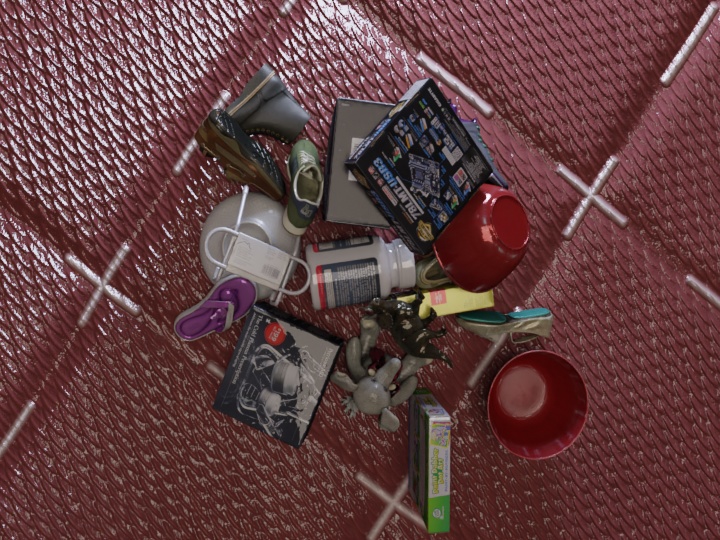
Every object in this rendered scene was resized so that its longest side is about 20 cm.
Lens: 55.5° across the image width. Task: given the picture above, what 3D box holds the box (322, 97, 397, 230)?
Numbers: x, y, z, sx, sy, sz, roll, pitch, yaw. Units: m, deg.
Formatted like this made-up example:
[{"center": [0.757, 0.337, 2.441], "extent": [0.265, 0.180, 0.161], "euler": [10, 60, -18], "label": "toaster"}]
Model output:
[{"center": [-0.003, -0.182, 1.216], "extent": [0.119, 0.198, 0.207], "euler": [6, 93, -4], "label": "box"}]

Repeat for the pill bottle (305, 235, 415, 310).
[{"center": [0.000, 0.000, 1.270], "extent": [0.193, 0.120, 0.124], "euler": [-8, 95, -3], "label": "pill bottle"}]

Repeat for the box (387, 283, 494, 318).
[{"center": [0.151, 0.057, 1.309], "extent": [0.193, 0.075, 0.052], "euler": [-9, 95, -3], "label": "box"}]

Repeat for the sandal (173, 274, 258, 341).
[{"center": [-0.264, 0.082, 1.256], "extent": [0.200, 0.050, 0.082], "euler": [-35, 118, 24], "label": "sandal"}]

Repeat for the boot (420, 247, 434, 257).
[{"center": [0.101, -0.140, 1.248], "extent": [0.071, 0.165, 0.207], "euler": [6, 81, 36], "label": "boot"}]

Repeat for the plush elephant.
[{"center": [0.032, 0.203, 1.268], "extent": [0.163, 0.155, 0.202], "euler": [35, 90, -6], "label": "plush elephant"}]

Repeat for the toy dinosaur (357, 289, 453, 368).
[{"center": [0.093, 0.104, 1.246], "extent": [0.101, 0.077, 0.201], "euler": [-38, 104, 12], "label": "toy dinosaur"}]

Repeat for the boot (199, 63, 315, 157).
[{"center": [-0.190, -0.256, 1.264], "extent": [0.138, 0.078, 0.201], "euler": [41, 95, -14], "label": "boot"}]

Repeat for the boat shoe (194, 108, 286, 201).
[{"center": [-0.215, -0.198, 1.230], "extent": [0.073, 0.077, 0.200], "euler": [-33, 122, 18], "label": "boat shoe"}]

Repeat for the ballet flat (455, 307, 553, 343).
[{"center": [0.282, 0.113, 1.329], "extent": [0.193, 0.068, 0.065], "euler": [-2, 104, -4], "label": "ballet flat"}]

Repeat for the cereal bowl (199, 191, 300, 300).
[{"center": [-0.206, -0.043, 1.269], "extent": [0.193, 0.083, 0.207], "euler": [0, 95, -5], "label": "cereal bowl"}]

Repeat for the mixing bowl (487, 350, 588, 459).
[{"center": [0.325, 0.247, 1.319], "extent": [0.193, 0.108, 0.208], "euler": [0, 94, -5], "label": "mixing bowl"}]

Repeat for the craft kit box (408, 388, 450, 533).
[{"center": [0.125, 0.342, 1.265], "extent": [0.047, 0.198, 0.207], "euler": [0, 95, -3], "label": "craft kit box"}]

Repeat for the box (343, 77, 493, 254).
[{"center": [0.100, -0.169, 1.117], "extent": [0.199, 0.049, 0.201], "euler": [-48, 114, -14], "label": "box"}]

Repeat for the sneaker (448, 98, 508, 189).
[{"center": [0.219, -0.234, 1.296], "extent": [0.199, 0.074, 0.088], "euler": [40, 84, -6], "label": "sneaker"}]

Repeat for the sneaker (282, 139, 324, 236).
[{"center": [-0.092, -0.167, 1.219], "extent": [0.065, 0.090, 0.205], "euler": [17, 56, -21], "label": "sneaker"}]

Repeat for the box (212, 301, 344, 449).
[{"center": [-0.148, 0.189, 1.267], "extent": [0.178, 0.104, 0.205], "euler": [22, 92, 3], "label": "box"}]

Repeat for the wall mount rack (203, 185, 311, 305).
[{"center": [-0.172, -0.043, 1.192], "extent": [0.196, 0.074, 0.179], "euler": [23, 85, -19], "label": "wall mount rack"}]

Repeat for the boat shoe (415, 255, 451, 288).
[{"center": [0.192, -0.022, 1.302], "extent": [0.196, 0.063, 0.075], "euler": [-21, 95, -14], "label": "boat shoe"}]

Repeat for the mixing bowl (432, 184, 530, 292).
[{"center": [0.232, -0.071, 1.223], "extent": [0.195, 0.107, 0.207], "euler": [10, 72, -33], "label": "mixing bowl"}]
